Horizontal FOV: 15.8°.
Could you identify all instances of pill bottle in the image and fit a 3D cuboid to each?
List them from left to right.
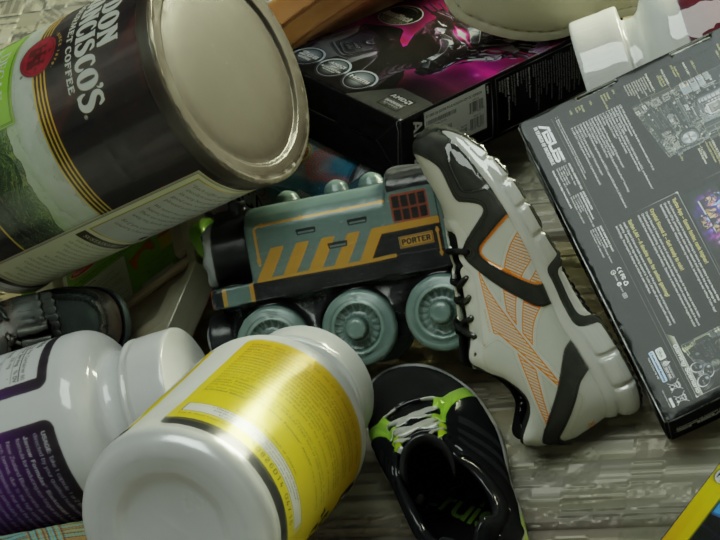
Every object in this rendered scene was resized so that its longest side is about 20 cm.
[{"bbox_3d":[-0.187,0.100,1.534,0.200,0.111,0.111,-17,44,18],"label":"pill bottle"},{"bbox_3d":[-0.063,0.102,1.413,0.112,0.112,0.200,-3,18,23],"label":"pill bottle"},{"bbox_3d":[0.236,-0.139,1.576,0.200,0.110,0.110,-18,44,9],"label":"pill bottle"}]

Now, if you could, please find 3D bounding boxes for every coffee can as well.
[{"bbox_3d":[-0.153,-0.085,1.559,0.200,0.146,0.146,-23,40,31],"label":"coffee can"}]

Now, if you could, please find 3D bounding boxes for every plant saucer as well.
[{"bbox_3d":[0.005,-0.180,1.697,0.200,0.200,0.032,-29,85,-3],"label":"plant saucer"}]

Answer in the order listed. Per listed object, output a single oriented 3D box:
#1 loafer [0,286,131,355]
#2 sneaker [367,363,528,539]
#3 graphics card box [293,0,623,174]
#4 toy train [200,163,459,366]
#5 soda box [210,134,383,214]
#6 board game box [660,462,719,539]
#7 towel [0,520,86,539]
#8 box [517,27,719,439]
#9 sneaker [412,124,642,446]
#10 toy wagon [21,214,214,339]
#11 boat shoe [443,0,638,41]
[{"bbox_3d":[-0.235,0.057,1.613,0.200,0.063,0.072,-18,77,31],"label":"loafer"},{"bbox_3d":[0.049,0.107,1.449,0.072,0.083,0.200,-27,43,-1],"label":"sneaker"},{"bbox_3d":[0.057,-0.129,1.647,0.200,0.051,0.125,-28,40,-32],"label":"graphics card box"},{"bbox_3d":[0.000,0.000,1.545,0.200,0.085,0.114,-11,88,14],"label":"toy train"},{"bbox_3d":[-0.063,-0.066,1.674,0.064,0.068,0.200,-37,44,-24],"label":"soda box"},{"bbox_3d":[0.221,0.183,1.316,0.165,0.057,0.200,21,60,39],"label":"board game box"},{"bbox_3d":[-0.146,0.168,1.440,0.200,0.022,0.147,-9,18,-17],"label":"towel"},{"bbox_3d":[0.203,-0.028,1.470,0.160,0.044,0.200,-26,71,1],"label":"box"},{"bbox_3d":[0.079,0.011,1.462,0.080,0.200,0.074,-31,1,0],"label":"sneaker"},{"bbox_3d":[-0.156,-0.021,1.659,0.155,0.040,0.200,-34,48,22],"label":"toy wagon"},{"bbox_3d":[0.133,-0.191,1.630,0.200,0.072,0.060,-11,27,-22],"label":"boat shoe"}]
